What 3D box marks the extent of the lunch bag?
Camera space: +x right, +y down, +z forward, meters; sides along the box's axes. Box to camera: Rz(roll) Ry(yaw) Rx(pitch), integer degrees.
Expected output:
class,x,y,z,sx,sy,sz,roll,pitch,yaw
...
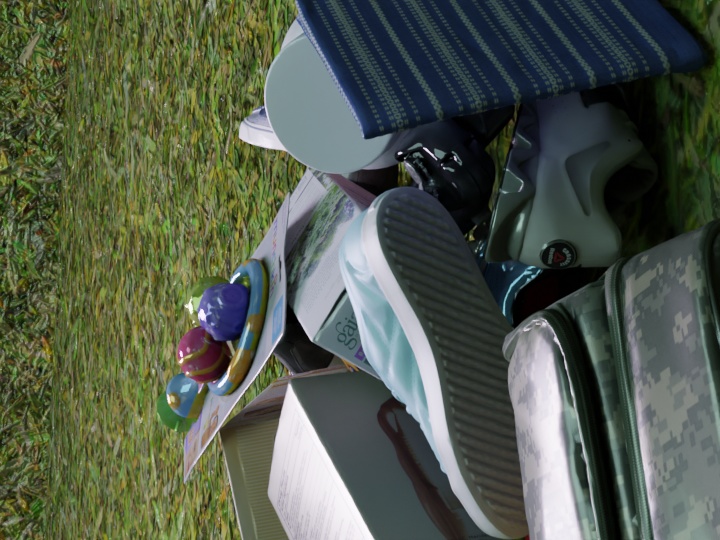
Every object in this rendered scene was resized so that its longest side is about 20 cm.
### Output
class,x,y,z,sx,sy,sz,roll,pitch,yaw
lunch bag,0.143,0.098,0.671,0.167,0.138,0.203,-28,62,47

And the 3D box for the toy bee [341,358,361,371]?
class,x,y,z,sx,sy,sz,roll,pitch,yaw
toy bee,0.018,0.076,1.087,0.199,0.109,0.131,-20,26,54

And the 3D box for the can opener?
class,x,y,z,sx,sy,sz,roll,pitch,yaw
can opener,0.057,-0.049,0.925,0.064,0.078,0.200,59,170,12

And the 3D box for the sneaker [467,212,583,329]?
class,x,y,z,sx,sy,sz,roll,pitch,yaw
sneaker,0.095,0.066,0.951,0.090,0.077,0.203,-142,55,-61

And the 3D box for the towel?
class,x,y,z,sx,sy,sz,roll,pitch,yaw
towel,0.074,-0.129,0.841,0.145,0.197,0.024,-118,19,-49

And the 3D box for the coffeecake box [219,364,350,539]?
class,x,y,z,sx,sy,sz,roll,pitch,yaw
coffeecake box,-0.035,0.165,1.140,0.200,0.072,0.156,-37,-64,-79

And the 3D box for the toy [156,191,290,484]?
class,x,y,z,sx,sy,sz,roll,pitch,yaw
toy,-0.102,0.046,1.040,0.201,0.047,0.116,121,155,-47

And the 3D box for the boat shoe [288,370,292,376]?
class,x,y,z,sx,sy,sz,roll,pitch,yaw
boat shoe,-0.036,0.140,1.309,0.072,0.071,0.203,136,132,-63

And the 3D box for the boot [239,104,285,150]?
class,x,y,z,sx,sy,sz,roll,pitch,yaw
boot,-0.049,-0.151,1.380,0.199,0.072,0.092,20,101,61

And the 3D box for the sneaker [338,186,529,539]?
class,x,y,z,sx,sy,sz,roll,pitch,yaw
sneaker,0.046,0.055,0.859,0.082,0.073,0.202,-30,78,61

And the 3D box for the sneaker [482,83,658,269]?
class,x,y,z,sx,sy,sz,roll,pitch,yaw
sneaker,0.129,-0.075,0.883,0.075,0.087,0.202,95,-172,-52

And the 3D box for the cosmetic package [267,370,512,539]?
class,x,y,z,sx,sy,sz,roll,pitch,yaw
cosmetic package,0.019,0.161,0.930,0.201,0.086,0.104,-123,36,-47

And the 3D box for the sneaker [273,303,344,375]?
class,x,y,z,sx,sy,sz,roll,pitch,yaw
sneaker,-0.046,-0.004,1.276,0.066,0.090,0.202,-14,56,30

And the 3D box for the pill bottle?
class,x,y,z,sx,sy,sz,roll,pitch,yaw
pill bottle,0.016,-0.132,0.970,0.200,0.112,0.114,-47,-28,-60

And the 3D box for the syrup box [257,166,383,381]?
class,x,y,z,sx,sy,sz,roll,pitch,yaw
syrup box,0.000,0.000,0.996,0.079,0.081,0.200,-57,22,7

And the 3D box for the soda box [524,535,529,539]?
class,x,y,z,sx,sy,sz,roll,pitch,yaw
soda box,0.127,0.189,0.872,0.070,0.063,0.202,-117,34,-51

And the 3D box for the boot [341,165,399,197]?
class,x,y,z,sx,sy,sz,roll,pitch,yaw
boot,0.011,-0.095,1.191,0.200,0.069,0.134,125,157,-82
